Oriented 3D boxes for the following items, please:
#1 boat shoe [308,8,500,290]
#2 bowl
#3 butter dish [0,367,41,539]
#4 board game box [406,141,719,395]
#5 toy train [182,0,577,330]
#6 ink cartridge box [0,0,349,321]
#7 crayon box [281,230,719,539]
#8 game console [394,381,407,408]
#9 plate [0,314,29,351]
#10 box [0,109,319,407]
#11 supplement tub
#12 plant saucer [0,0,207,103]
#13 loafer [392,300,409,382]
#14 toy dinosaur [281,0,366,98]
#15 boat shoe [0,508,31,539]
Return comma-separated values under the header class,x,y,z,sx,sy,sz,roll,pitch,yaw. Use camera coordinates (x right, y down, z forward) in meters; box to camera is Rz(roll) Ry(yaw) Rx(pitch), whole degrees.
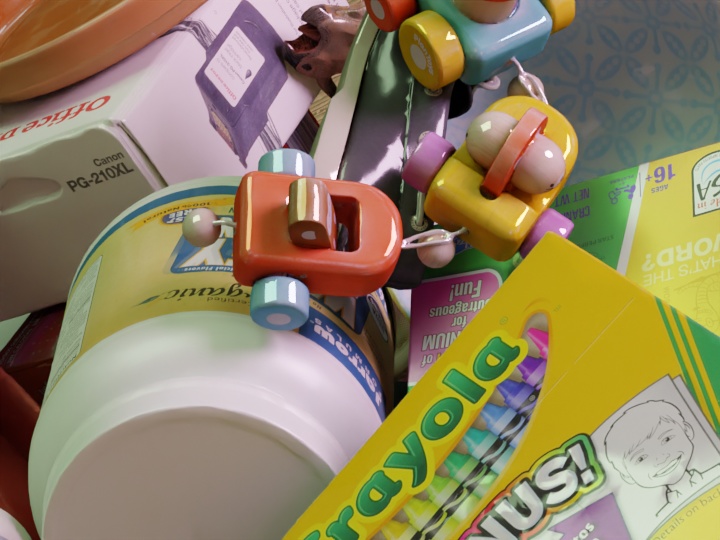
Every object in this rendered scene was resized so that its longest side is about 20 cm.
class,x,y,z,sx,sy,sz,roll,pitch,yaw
boat shoe,0.022,-0.074,1.230,0.073,0.063,0.200,115,176,-55
bowl,0.114,-0.034,1.272,0.200,0.108,0.201,-9,72,28
butter dish,-0.213,0.126,1.261,0.200,0.148,0.199,-45,52,-3
board game box,0.091,0.057,1.137,0.153,0.040,0.200,-17,51,25
toy train,0.016,-0.070,1.154,0.056,0.150,0.201,112,166,-61
ink cartridge box,-0.108,-0.077,1.438,0.144,0.084,0.200,-17,27,35
crayon box,0.066,0.106,1.046,0.200,0.058,0.172,-49,45,-7
game console,0.008,0.118,1.245,0.177,0.031,0.200,-38,24,-22
plate,-0.251,0.080,1.534,0.200,0.032,0.200,-33,9,41
box,-0.079,0.017,1.450,0.095,0.100,0.200,-15,29,38
supplement tub,-0.058,0.062,1.211,0.144,0.145,0.200,-27,22,13
plant saucer,-0.118,-0.140,1.428,0.200,0.032,0.200,-28,23,13
loafer,0.000,0.000,1.421,0.076,0.068,0.200,-24,21,33
toy dinosaur,0.077,-0.101,1.403,0.086,0.200,0.136,-43,-18,-51
boat shoe,-0.157,0.182,1.153,0.070,0.201,0.072,2,35,-13
